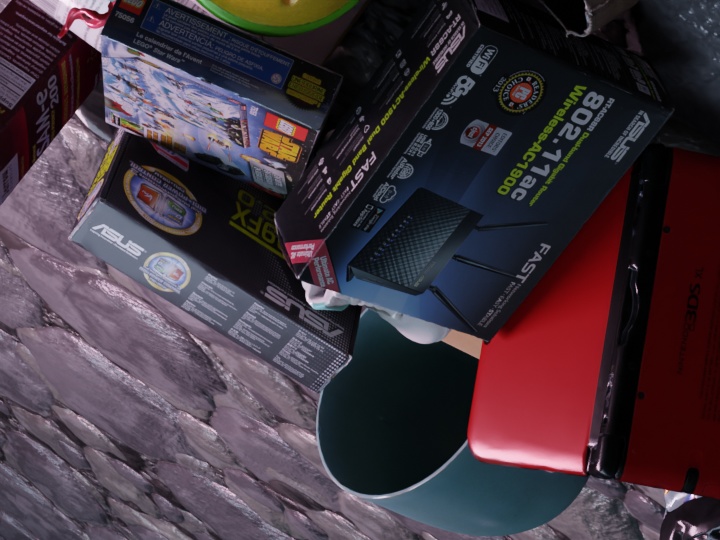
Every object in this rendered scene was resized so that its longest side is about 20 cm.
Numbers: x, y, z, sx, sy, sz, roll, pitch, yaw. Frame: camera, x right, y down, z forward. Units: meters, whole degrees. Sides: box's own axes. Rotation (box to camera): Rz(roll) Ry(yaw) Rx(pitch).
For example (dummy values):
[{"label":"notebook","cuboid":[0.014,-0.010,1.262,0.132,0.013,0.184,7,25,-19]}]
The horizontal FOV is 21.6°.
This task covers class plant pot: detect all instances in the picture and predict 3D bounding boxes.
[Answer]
[{"label":"plant pot","cuboid":[0.092,0.116,1.484,0.161,0.201,0.200,33,162,-35]}]

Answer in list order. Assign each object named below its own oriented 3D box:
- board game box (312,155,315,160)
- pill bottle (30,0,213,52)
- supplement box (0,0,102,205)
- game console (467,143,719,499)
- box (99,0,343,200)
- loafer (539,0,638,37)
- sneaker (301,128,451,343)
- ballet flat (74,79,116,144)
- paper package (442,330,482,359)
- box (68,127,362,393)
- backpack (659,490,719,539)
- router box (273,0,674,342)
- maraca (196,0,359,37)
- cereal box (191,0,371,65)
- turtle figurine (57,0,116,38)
[{"label":"board game box","cuboid":[-0.040,-0.065,1.434,0.200,0.034,0.135,45,179,-22]},{"label":"pill bottle","cuboid":[-0.128,-0.182,1.283,0.200,0.113,0.113,36,158,-4]},{"label":"supplement box","cuboid":[-0.229,-0.153,1.367,0.061,0.200,0.109,33,158,6]},{"label":"game console","cuboid":[0.174,0.032,1.154,0.172,0.200,0.119,11,173,-10]},{"label":"box","cuboid":[-0.089,-0.104,1.158,0.137,0.040,0.200,24,168,-3]},{"label":"loafer","cuboid":[0.072,-0.200,1.025,0.200,0.071,0.073,35,158,0]},{"label":"sneaker","cuboid":[0.000,0.000,1.237,0.075,0.089,0.200,16,152,34]},{"label":"ballet flat","cuboid":[-0.180,-0.123,1.545,0.200,0.066,0.057,44,-177,-11]},{"label":"paper package","cuboid":[0.115,-0.012,1.300,0.200,0.104,0.191,26,155,22]},{"label":"box","cuboid":[-0.087,-0.026,1.287,0.200,0.160,0.044,33,123,-14]},{"label":"backpack","cuboid":[0.273,0.105,1.199,0.167,0.200,0.127,-8,139,30]},{"label":"router box","cuboid":[0.064,-0.061,1.112,0.150,0.200,0.062,17,-147,-32]},{"label":"maraca","cuboid":[-0.064,-0.228,1.060,0.200,0.137,0.107,60,170,-13]},{"label":"cereal box","cuboid":[-0.076,-0.223,1.171,0.200,0.040,0.144,36,136,-3]},{"label":"turtle figurine","cuboid":[-0.169,-0.223,1.119,0.200,0.101,0.150,46,137,-17]}]
